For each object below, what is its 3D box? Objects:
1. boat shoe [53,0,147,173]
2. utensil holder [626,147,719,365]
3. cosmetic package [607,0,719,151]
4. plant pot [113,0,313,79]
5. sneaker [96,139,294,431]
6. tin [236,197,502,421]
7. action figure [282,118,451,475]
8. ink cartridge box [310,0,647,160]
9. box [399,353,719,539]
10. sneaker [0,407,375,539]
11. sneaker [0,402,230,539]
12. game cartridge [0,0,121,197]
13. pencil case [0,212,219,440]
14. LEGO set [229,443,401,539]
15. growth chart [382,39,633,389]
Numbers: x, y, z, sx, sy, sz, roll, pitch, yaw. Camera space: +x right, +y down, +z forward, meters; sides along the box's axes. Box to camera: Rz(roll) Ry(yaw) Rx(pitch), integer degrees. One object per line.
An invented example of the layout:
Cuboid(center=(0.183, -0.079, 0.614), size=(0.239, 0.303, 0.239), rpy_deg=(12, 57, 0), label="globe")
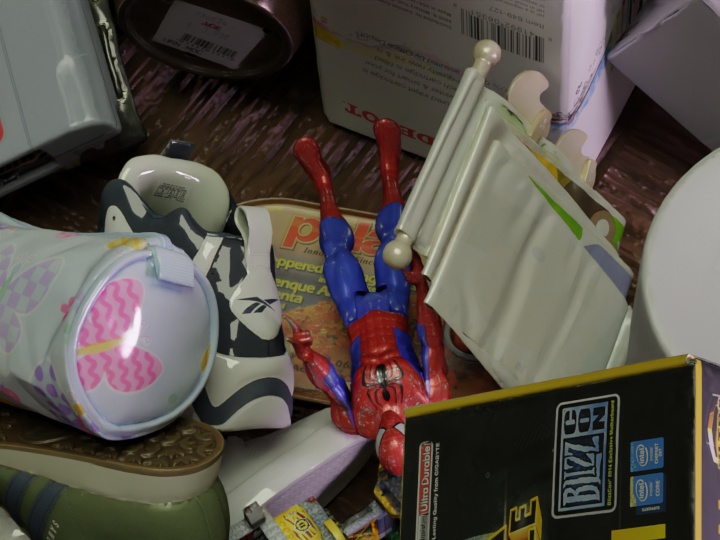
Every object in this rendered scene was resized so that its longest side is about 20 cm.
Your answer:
Cuboid(center=(-0.150, -0.146, 1.326), size=(0.066, 0.072, 0.201), rpy_deg=(-5, 65, -6), label="boat shoe")
Cuboid(center=(0.202, 0.052, 1.111), size=(0.170, 0.200, 0.170), rpy_deg=(-1, 61, 2), label="utensil holder")
Cuboid(center=(0.232, -0.083, 1.196), size=(0.200, 0.107, 0.090), rpy_deg=(43, 67, -9), label="cosmetic package")
Cuboid(center=(-0.061, -0.209, 1.294), size=(0.187, 0.187, 0.200), rpy_deg=(7, 66, 8), label="plant pot")
Cuboid(center=(-0.107, 0.001, 1.172), size=(0.199, 0.079, 0.130), rpy_deg=(9, 96, 51), label="sneaker")
Cuboid(center=(0.000, 0.026, 1.233), size=(0.200, 0.042, 0.112), rpy_deg=(11, 65, 10), label="tin")
Cuboid(center=(0.000, 0.000, 1.161), size=(0.065, 0.099, 0.200), rpy_deg=(-14, 54, 6), label="action figure")
Cuboid(center=(0.069, -0.160, 1.241), size=(0.147, 0.200, 0.145), rpy_deg=(23, 62, 16), label="ink cartridge box")
Cuboid(center=(0.085, 0.145, 0.992), size=(0.160, 0.049, 0.200), rpy_deg=(-12, 67, 41), label="box")
Cuboid(center=(-0.099, 0.100, 1.176), size=(0.200, 0.074, 0.116), rpy_deg=(-34, 67, -13), label="sneaker")
Cuboid(center=(-0.135, 0.107, 1.107), size=(0.200, 0.090, 0.067), rpy_deg=(9, 26, 40), label="sneaker")
Cuboid(center=(-0.228, -0.089, 1.273), size=(0.200, 0.041, 0.133), rpy_deg=(-24, 62, 13), label="game cartridge")
Cuboid(center=(-0.151, 0.015, 1.101), size=(0.200, 0.083, 0.091), rpy_deg=(15, 72, 47), label="pencil case")
Cuboid(center=(0.023, 0.160, 1.107), size=(0.154, 0.116, 0.200), rpy_deg=(-24, 62, -10), label="LEGO set")
Cuboid(center=(0.084, 0.001, 1.171), size=(0.018, 0.200, 0.145), rpy_deg=(-1, 47, 43), label="growth chart")
